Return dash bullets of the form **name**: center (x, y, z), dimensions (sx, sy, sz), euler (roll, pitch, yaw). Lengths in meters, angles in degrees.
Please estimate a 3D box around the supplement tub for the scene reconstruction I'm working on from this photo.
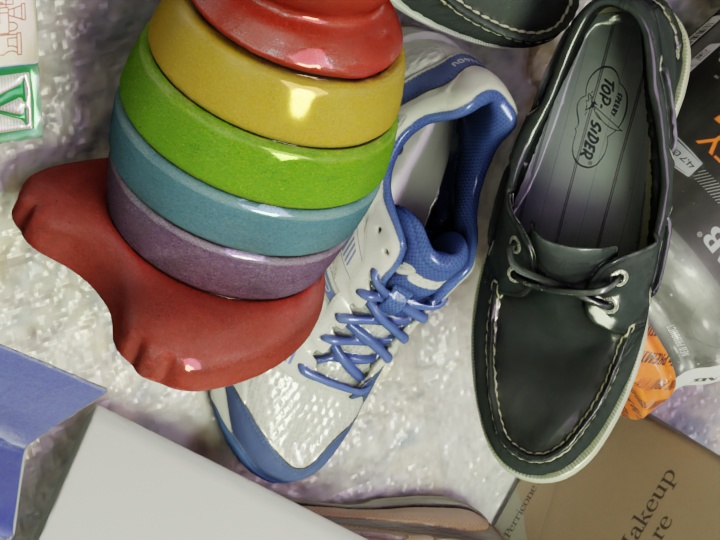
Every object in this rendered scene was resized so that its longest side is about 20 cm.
- **supplement tub**: center (0.160, -0.036, 0.989), dimensions (0.200, 0.122, 0.123), euler (-42, 122, -12)

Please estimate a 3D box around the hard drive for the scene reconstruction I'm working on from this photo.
- **hard drive**: center (-0.044, 0.156, 0.914), dimensions (0.199, 0.027, 0.132), euler (28, 59, -11)

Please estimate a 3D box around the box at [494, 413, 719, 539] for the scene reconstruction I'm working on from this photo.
- **box**: center (0.153, 0.131, 0.994), dimensions (0.078, 0.200, 0.095), euler (29, 90, -34)

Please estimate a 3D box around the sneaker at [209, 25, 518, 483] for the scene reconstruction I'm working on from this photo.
- **sneaker**: center (0.000, 0.000, 0.930), dimensions (0.075, 0.088, 0.201), euler (12, 101, -34)

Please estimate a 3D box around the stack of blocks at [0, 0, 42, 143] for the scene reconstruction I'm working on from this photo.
- **stack of blocks**: center (-0.154, -0.146, 0.809), dimensions (0.115, 0.059, 0.201), euler (-10, 111, -26)

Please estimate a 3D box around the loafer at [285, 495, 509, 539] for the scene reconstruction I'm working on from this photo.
- **loafer**: center (-0.017, 0.135, 0.977), dimensions (0.199, 0.063, 0.072), euler (-6, 103, -29)

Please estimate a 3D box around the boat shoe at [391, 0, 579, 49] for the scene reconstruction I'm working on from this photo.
- **boat shoe**: center (0.024, -0.145, 0.877), dimensions (0.200, 0.060, 0.076), euler (33, 90, -35)

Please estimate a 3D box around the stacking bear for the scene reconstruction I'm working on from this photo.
- **stacking bear**: center (-0.034, -0.075, 0.830), dimensions (0.113, 0.121, 0.201), euler (-11, 136, -42)

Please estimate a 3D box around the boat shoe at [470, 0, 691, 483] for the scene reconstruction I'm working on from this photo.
- **boat shoe**: center (0.085, -0.016, 0.894), dimensions (0.066, 0.074, 0.200), euler (30, 79, -77)

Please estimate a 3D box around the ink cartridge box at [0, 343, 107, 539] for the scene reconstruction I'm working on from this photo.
- **ink cartridge box**: center (-0.221, 0.070, 0.768), dimensions (0.200, 0.047, 0.197), euler (-31, 141, 32)
